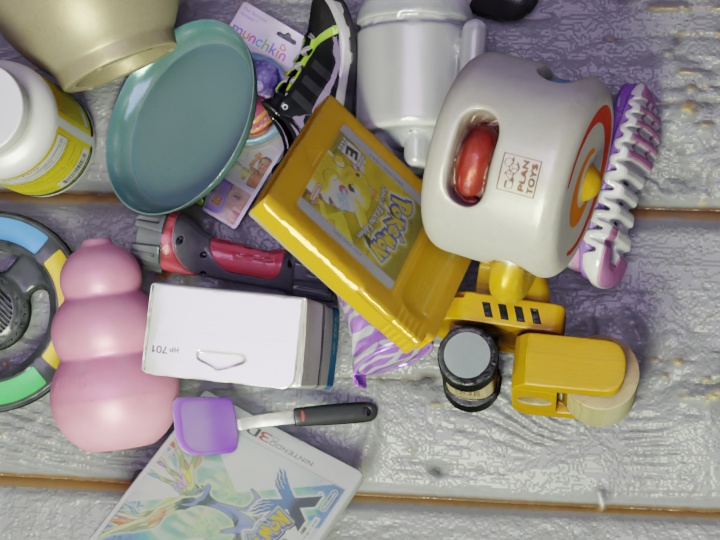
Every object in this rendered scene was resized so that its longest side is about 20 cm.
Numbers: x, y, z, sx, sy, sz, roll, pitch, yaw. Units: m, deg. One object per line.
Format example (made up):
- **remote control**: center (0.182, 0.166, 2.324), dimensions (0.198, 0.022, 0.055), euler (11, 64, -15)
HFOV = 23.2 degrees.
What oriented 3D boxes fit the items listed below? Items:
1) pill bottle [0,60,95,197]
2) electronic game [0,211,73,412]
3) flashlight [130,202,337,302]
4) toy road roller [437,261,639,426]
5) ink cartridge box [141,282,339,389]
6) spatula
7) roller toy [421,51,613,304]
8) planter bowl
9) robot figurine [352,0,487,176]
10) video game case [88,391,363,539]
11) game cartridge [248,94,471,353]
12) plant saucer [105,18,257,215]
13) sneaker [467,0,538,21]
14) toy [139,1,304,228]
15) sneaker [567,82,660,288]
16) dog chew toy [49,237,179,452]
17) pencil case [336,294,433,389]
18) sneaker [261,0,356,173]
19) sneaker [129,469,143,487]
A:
- **pill bottle**: center (-0.331, -0.137, 1.672), dimensions (0.112, 0.200, 0.113), euler (-1, 84, 7)
- **electronic game**: center (-0.366, 0.040, 1.741), dimensions (0.199, 0.042, 0.201), euler (-1, 85, 7)
- **flashlight**: center (-0.119, -0.018, 1.702), dimensions (0.199, 0.068, 0.068), euler (9, 88, 9)
- **toy road roller**: center (0.163, 0.057, 1.635), dimensions (0.199, 0.123, 0.147), euler (8, 74, 8)
- **ink cartridge box**: center (-0.106, 0.063, 1.625), dimensions (0.146, 0.200, 0.086), euler (6, 86, 7)
- **spatula**: center (-0.080, 0.143, 1.676), dimensions (0.199, 0.021, 0.057), euler (-4, 77, -12)
- **roller toy**: center (0.145, -0.090, 1.553), dimensions (0.139, 0.183, 0.200), euler (17, 55, 18)
- **planter bowl**: center (-0.255, -0.253, 1.681), dimensions (0.200, 0.200, 0.135), euler (-23, 90, 5)
- **robot figurine**: center (0.052, -0.193, 1.672), dimensions (0.169, 0.113, 0.201), euler (-3, 85, 40)
- **video game case**: center (-0.123, 0.224, 1.639), dimensions (0.182, 0.022, 0.200), euler (26, 54, 16)
- **game cartridge**: center (0.010, -0.042, 1.574), dimensions (0.200, 0.177, 0.032), euler (41, 131, -12)
- **plant saucer**: center (-0.168, -0.145, 1.695), dimensions (0.200, 0.027, 0.201), euler (-18, 62, 36)
- **sneaker**: center (0.088, -0.317, 1.693), dimensions (0.200, 0.089, 0.074), euler (41, 89, 7)
- **toy**: center (-0.121, -0.156, 1.724), dimensions (0.115, 0.047, 0.200), euler (31, 90, 7)
- **sneaker**: center (0.222, -0.086, 1.665), dimensions (0.088, 0.080, 0.201), euler (13, 81, 32)
- **dog chew toy**: center (-0.240, 0.069, 1.675), dimensions (0.124, 0.125, 0.201), euler (-7, 90, 7)
- **pencil case**: center (0.000, 0.000, 1.624), dimensions (0.085, 0.084, 0.201), euler (-27, 66, 16)
- **sneaker**: center (-0.052, -0.170, 1.680), dimensions (0.082, 0.072, 0.201), euler (1, 91, -15)
- **sneaker**: center (-0.150, 0.281, 1.677), dimensions (0.199, 0.076, 0.115), euler (25, 90, 12)
